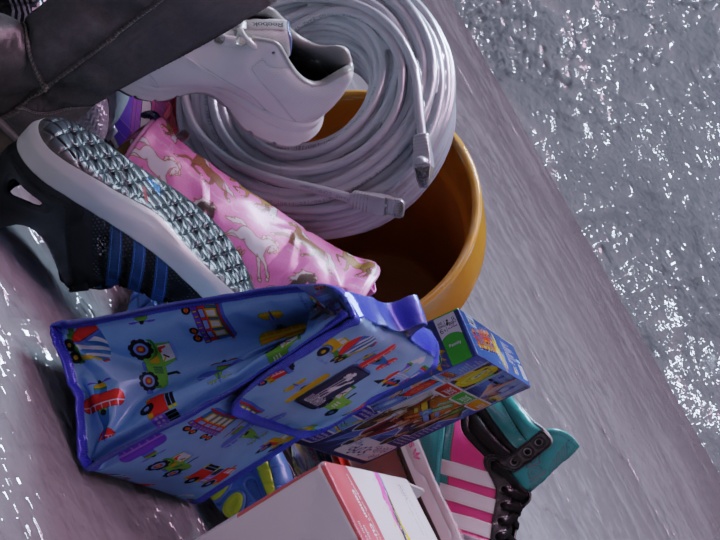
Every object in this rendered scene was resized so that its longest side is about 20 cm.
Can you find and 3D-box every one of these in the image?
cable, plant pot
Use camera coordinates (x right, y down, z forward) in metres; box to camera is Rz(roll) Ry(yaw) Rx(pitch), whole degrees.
[{"bbox_3d":[-0.029,-0.120,1.764,0.069,0.199,0.201,56,40,-62],"label":"cable"},{"bbox_3d":[0.000,0.000,1.850,0.183,0.199,0.201,73,-6,-60],"label":"plant pot"}]

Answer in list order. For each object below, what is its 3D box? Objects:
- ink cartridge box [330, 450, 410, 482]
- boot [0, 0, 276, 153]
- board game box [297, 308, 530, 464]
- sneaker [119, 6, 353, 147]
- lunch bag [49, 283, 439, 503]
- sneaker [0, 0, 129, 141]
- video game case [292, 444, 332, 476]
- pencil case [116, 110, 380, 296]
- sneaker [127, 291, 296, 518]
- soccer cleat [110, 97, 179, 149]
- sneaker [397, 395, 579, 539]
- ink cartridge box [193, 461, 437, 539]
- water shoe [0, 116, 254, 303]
[{"bbox_3d":[0.027,0.183,1.793,0.174,0.043,0.201,65,3,-52],"label":"ink cartridge box"},{"bbox_3d":[-0.173,-0.169,1.537,0.182,0.199,0.073,46,18,-46],"label":"boot"},{"bbox_3d":[0.030,0.080,1.658,0.035,0.135,0.200,67,8,13],"label":"board game box"},{"bbox_3d":[-0.094,-0.149,1.649,0.199,0.087,0.075,15,55,-30],"label":"sneaker"},{"bbox_3d":[-0.053,0.053,1.461,0.150,0.199,0.095,30,41,-65],"label":"lunch bag"},{"bbox_3d":[-0.217,-0.166,1.664,0.201,0.075,0.115,64,12,-1],"label":"sneaker"},{"bbox_3d":[-0.067,0.097,1.754,0.200,0.018,0.144,42,20,-54],"label":"video game case"},{"bbox_3d":[-0.084,-0.021,1.680,0.200,0.087,0.083,36,-13,-6],"label":"pencil case"},{"bbox_3d":[-0.093,0.081,1.603,0.083,0.071,0.200,62,3,-70],"label":"sneaker"},{"bbox_3d":[-0.151,-0.114,1.791,0.200,0.073,0.068,54,12,-21],"label":"soccer cleat"},{"bbox_3d":[0.107,0.161,1.798,0.084,0.120,0.201,48,19,-83],"label":"sneaker"},{"bbox_3d":[-0.021,0.178,1.513,0.068,0.116,0.200,61,13,17],"label":"ink cartridge box"},{"bbox_3d":[-0.148,-0.018,1.538,0.200,0.079,0.072,40,22,-31],"label":"water shoe"}]
